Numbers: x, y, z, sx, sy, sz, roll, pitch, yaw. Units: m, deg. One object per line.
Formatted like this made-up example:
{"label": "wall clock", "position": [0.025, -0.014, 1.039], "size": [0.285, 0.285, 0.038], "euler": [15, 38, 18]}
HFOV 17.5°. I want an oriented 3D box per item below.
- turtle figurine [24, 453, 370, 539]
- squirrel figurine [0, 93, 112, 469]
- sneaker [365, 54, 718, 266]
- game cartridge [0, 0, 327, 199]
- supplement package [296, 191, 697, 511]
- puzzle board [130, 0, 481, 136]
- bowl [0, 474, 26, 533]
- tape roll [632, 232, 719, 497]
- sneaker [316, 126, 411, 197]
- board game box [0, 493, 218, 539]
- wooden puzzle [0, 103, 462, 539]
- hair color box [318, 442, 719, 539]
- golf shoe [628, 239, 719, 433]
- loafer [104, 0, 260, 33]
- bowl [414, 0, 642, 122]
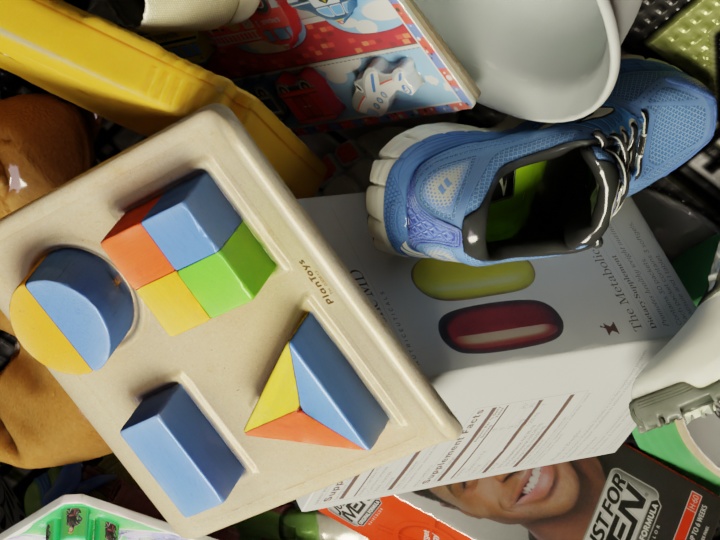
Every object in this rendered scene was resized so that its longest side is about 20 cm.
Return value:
{"label": "turtle figurine", "position": [-0.096, 0.123, 1.359], "size": [0.192, 0.145, 0.200], "euler": [-4, 151, -6]}
{"label": "squirrel figurine", "position": [-0.138, 0.002, 1.219], "size": [0.199, 0.141, 0.188], "euler": [19, 127, 49]}
{"label": "sneaker", "position": [0.101, -0.042, 1.100], "size": [0.089, 0.199, 0.079], "euler": [26, 130, 45]}
{"label": "game cartridge", "position": [-0.122, -0.096, 1.107], "size": [0.199, 0.033, 0.176], "euler": [24, 176, 13]}
{"label": "supplement package", "position": [0.051, 0.031, 1.162], "size": [0.199, 0.114, 0.110], "euler": [-8, 146, -34]}
{"label": "puzzle board", "position": [-0.052, -0.122, 1.116], "size": [0.199, 0.017, 0.151], "euler": [-5, 131, 50]}
{"label": "bowl", "position": [-0.280, 0.156, 1.448], "size": [0.199, 0.095, 0.202], "euler": [8, 135, 8]}
{"label": "tape roll", "position": [0.243, 0.059, 1.251], "size": [0.199, 0.048, 0.201], "euler": [8, 134, 8]}
{"label": "sneaker", "position": [0.000, 0.000, 1.259], "size": [0.081, 0.077, 0.200], "euler": [5, 137, -37]}
{"label": "board game box", "position": [-0.137, 0.197, 1.313], "size": [0.199, 0.026, 0.199], "euler": [24, 141, -34]}
{"label": "wooden puzzle", "position": [-0.077, 0.037, 1.054], "size": [0.199, 0.046, 0.186], "euler": [-22, 112, 40]}
{"label": "hair color box", "position": [0.088, 0.128, 1.272], "size": [0.199, 0.102, 0.061], "euler": [28, 148, -3]}
{"label": "golf shoe", "position": [0.195, -0.001, 1.130], "size": [0.088, 0.200, 0.077], "euler": [51, 168, 2]}
{"label": "loafer", "position": [-0.126, -0.183, 1.051], "size": [0.200, 0.068, 0.076], "euler": [45, 138, 15]}
{"label": "bowl", "position": [0.056, -0.168, 1.027], "size": [0.200, 0.091, 0.201], "euler": [35, 160, 15]}
